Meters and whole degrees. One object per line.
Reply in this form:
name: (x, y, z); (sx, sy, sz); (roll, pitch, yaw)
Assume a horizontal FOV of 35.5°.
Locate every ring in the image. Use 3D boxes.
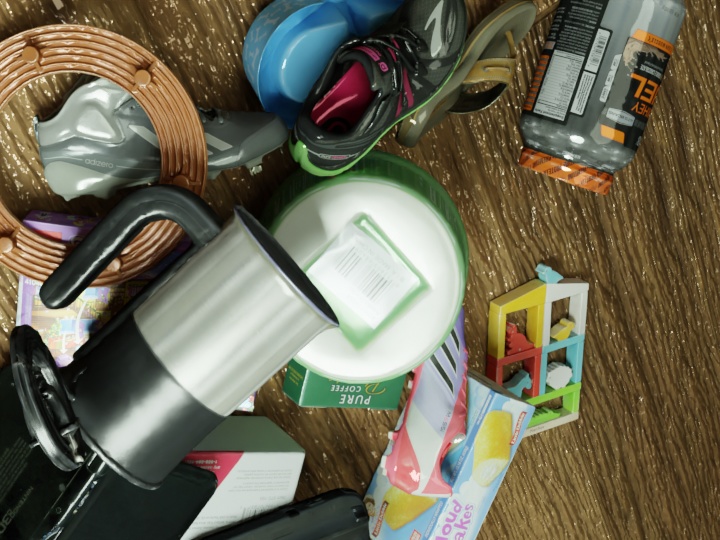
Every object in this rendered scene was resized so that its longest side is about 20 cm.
ring: (-0.215, -0.082, 0.846); (0.198, 0.019, 0.203); (-1, 104, -4)

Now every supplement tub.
supplement tub: (0.233, -0.185, 1.114); (0.122, 0.122, 0.202); (12, 101, -37)

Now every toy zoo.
toy zoo: (0.197, 0.088, 1.255); (0.130, 0.020, 0.202); (-13, 114, -30)

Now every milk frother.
milk frother: (-0.133, 0.049, 0.785); (0.188, 0.200, 0.181); (-42, 111, 3)

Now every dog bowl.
dog bowl: (-0.014, -0.195, 0.973); (0.198, 0.050, 0.112); (-21, 131, -28)

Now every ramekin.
ramekin: (0.000, 0.000, 0.978); (0.197, 0.098, 0.203); (0, 102, 0)

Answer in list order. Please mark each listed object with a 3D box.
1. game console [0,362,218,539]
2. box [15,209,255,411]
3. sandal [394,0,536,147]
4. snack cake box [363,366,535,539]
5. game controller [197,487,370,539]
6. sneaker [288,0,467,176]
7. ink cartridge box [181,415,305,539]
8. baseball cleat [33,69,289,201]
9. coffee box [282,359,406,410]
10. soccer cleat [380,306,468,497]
game console: (-0.251, 0.198, 0.924); (0.201, 0.175, 0.116); (-53, 166, 8)
box: (-0.175, 0.033, 0.910); (0.197, 0.039, 0.139); (8, 105, -6)
sandal: (0.107, -0.175, 1.043); (0.200, 0.054, 0.081); (-48, 168, -27)
snack cake box: (0.084, 0.201, 1.160); (0.067, 0.115, 0.202); (21, 94, -40)
game controller: (-0.072, 0.270, 1.013); (0.198, 0.042, 0.106); (-13, 107, -33)
sneaker: (0.021, -0.160, 0.908); (0.076, 0.084, 0.201); (37, 78, 7)
ink cartridge box: (-0.150, 0.241, 1.031); (0.144, 0.083, 0.202); (7, 105, -37)
baseball cleat: (-0.155, -0.118, 0.885); (0.198, 0.070, 0.108); (-16, 116, -16)
coffee box: (0.002, 0.034, 1.085); (0.122, 0.044, 0.202); (5, 104, -35)
soccer cleat: (0.079, 0.124, 1.110); (0.067, 0.076, 0.202); (83, 25, -68)
